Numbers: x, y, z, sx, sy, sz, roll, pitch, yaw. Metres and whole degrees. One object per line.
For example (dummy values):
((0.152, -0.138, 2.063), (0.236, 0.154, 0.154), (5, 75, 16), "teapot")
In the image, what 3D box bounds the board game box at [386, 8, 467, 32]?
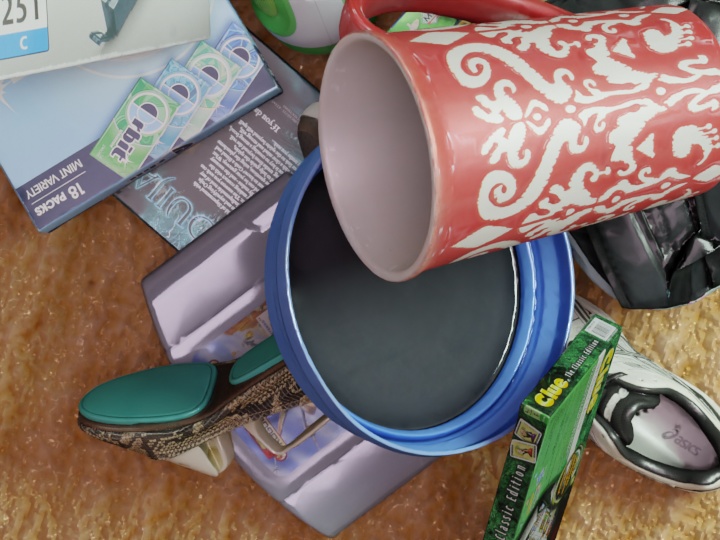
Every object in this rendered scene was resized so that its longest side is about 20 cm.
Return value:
((0.064, -0.173, 1.664), (0.029, 0.135, 0.200), (42, 98, 0), "board game box")

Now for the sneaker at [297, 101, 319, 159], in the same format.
((0.000, 0.000, 1.659), (0.082, 0.077, 0.201), (-27, 97, -15), "sneaker")

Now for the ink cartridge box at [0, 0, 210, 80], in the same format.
((-0.166, -0.204, 1.559), (0.045, 0.200, 0.177), (7, 106, 37), "ink cartridge box")

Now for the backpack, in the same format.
((0.171, -0.077, 1.685), (0.166, 0.127, 0.201), (-21, 93, 11), "backpack")

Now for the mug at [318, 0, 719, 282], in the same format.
((0.089, -0.098, 1.532), (0.199, 0.133, 0.179), (-11, 80, -25), "mug")

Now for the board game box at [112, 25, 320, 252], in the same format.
((-0.119, -0.105, 1.729), (0.200, 0.028, 0.135), (41, 92, -2), "board game box")

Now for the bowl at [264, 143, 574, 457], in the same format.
((0.032, 0.006, 1.601), (0.200, 0.039, 0.202), (4, 82, -33), "bowl")

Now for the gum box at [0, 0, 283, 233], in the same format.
((-0.169, -0.151, 1.688), (0.169, 0.045, 0.201), (-30, 89, 2), "gum box")

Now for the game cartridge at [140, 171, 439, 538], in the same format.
((-0.038, 0.058, 1.718), (0.133, 0.042, 0.200), (-38, 101, -5), "game cartridge")

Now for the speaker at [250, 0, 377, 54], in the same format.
((-0.043, -0.209, 1.637), (0.088, 0.200, 0.089), (-6, 61, 11), "speaker")

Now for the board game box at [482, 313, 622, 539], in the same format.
((0.103, 0.130, 1.655), (0.023, 0.105, 0.201), (27, 129, 18), "board game box")

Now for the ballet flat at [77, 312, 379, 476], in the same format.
((-0.071, 0.080, 1.654), (0.199, 0.068, 0.076), (-20, 115, 22), "ballet flat")

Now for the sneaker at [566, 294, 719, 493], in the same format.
((0.148, 0.068, 1.709), (0.199, 0.088, 0.076), (29, 93, 0), "sneaker")
